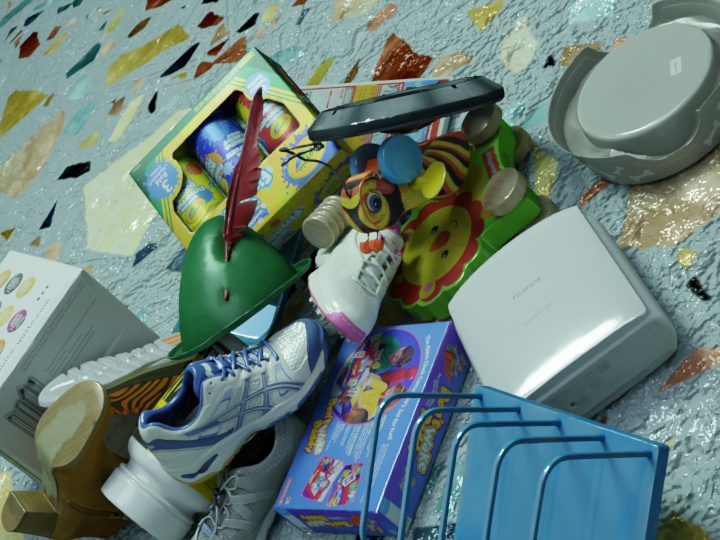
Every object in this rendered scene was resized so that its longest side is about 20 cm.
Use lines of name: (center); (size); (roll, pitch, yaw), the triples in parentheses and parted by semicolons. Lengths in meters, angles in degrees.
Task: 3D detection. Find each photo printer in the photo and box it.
photo printer: (0.167, 0.040, 1.211); (0.166, 0.069, 0.200); (-38, 35, 12)

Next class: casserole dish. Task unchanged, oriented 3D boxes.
casserole dish: (-0.124, -0.004, 1.535); (0.120, 0.039, 0.201); (13, 85, 24)

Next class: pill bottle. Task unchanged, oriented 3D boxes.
pill bottle: (-0.160, 0.168, 1.390); (0.200, 0.114, 0.114); (-52, 34, -9)

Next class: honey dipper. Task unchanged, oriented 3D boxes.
honey dipper: (0.002, -0.090, 1.457); (0.038, 0.038, 0.200); (-13, 25, 38)

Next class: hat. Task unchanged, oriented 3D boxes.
hat: (-0.157, -0.037, 1.376); (0.165, 0.177, 0.200); (-24, 13, 48)

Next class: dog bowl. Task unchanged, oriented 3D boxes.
dog bowl: (0.278, -0.167, 1.318); (0.199, 0.059, 0.201); (-28, 38, 25)

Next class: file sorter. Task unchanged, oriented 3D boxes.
file sorter: (0.108, 0.176, 1.041); (0.199, 0.122, 0.140); (14, 99, 52)

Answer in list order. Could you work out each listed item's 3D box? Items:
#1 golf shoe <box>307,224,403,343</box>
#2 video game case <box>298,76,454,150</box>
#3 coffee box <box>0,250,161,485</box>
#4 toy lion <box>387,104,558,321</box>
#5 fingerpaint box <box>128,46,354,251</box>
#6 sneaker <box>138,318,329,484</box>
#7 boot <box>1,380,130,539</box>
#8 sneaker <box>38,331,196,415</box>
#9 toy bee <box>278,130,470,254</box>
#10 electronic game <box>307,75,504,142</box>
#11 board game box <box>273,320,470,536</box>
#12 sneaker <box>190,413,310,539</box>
golf shoe: (0.000, 0.000, 1.357); (0.091, 0.075, 0.200); (-43, 18, 16)
video game case: (0.002, -0.160, 1.581); (0.199, 0.017, 0.144); (-1, 50, 20)
coffee box: (-0.341, 0.124, 1.553); (0.197, 0.200, 0.200); (12, 63, 52)
toy lion: (0.097, -0.050, 1.397); (0.191, 0.069, 0.201); (-40, 33, 23)
fingerpaint box: (-0.125, -0.109, 1.497); (0.200, 0.073, 0.167); (-43, 67, 9)
sneaker: (-0.116, 0.108, 1.290); (0.200, 0.088, 0.075); (-44, 36, -10)
boot: (-0.267, 0.196, 1.423); (0.071, 0.144, 0.202); (49, 114, 35)
sneaker: (-0.236, 0.145, 1.462); (0.199, 0.113, 0.077); (-17, 19, -30)
toy bee: (0.020, -0.073, 1.341); (0.199, 0.110, 0.131); (-9, 0, -12)
electronic game: (0.044, -0.156, 1.371); (0.199, 0.042, 0.200); (-12, 9, 2)
board game box: (0.014, 0.145, 1.289); (0.134, 0.045, 0.201); (-7, 50, 44)
sneaker: (-0.119, 0.213, 1.327); (0.200, 0.082, 0.075); (-54, 35, -12)
